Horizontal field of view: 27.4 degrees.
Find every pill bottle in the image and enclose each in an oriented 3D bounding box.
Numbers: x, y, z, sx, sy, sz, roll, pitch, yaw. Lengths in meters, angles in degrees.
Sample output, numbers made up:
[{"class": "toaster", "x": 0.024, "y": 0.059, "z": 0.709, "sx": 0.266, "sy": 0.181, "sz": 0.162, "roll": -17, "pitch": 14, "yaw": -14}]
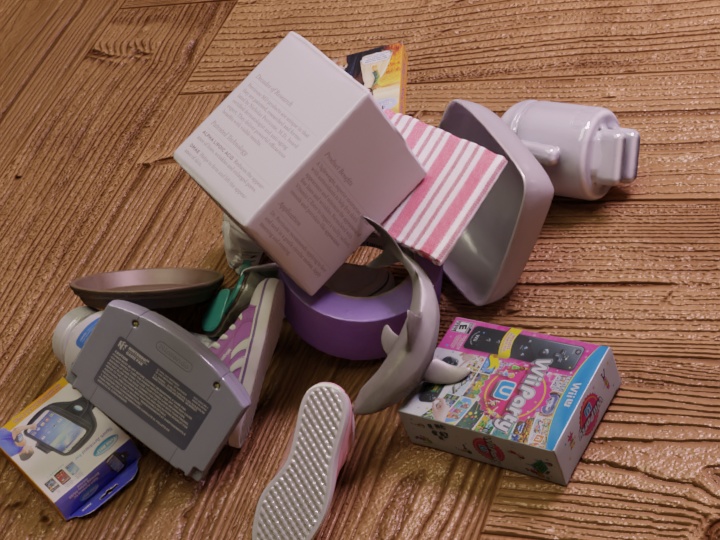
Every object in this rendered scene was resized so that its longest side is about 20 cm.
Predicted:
[{"class": "pill bottle", "x": -0.294, "y": 0.115, "z": 1.818, "sx": 0.112, "sy": 0.113, "sz": 0.199, "roll": -42, "pitch": 43, "yaw": -21}]

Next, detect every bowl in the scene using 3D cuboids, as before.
[{"class": "bowl", "x": 0.152, "y": -0.083, "z": 1.764, "sx": 0.074, "sy": 0.201, "sz": 0.201, "roll": -5, "pitch": 41, "yaw": -31}]

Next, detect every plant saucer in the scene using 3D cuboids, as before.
[{"class": "plant saucer", "x": -0.273, "y": 0.023, "z": 1.899, "sx": 0.197, "sy": 0.030, "sz": 0.200, "roll": -1, "pitch": 7, "yaw": 0}]

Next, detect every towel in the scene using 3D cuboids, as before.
[{"class": "towel", "x": 0.061, "y": -0.098, "z": 1.706, "sx": 0.199, "sy": 0.030, "sz": 0.147, "roll": 27, "pitch": 78, "yaw": 38}]

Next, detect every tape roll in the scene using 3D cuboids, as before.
[{"class": "tape roll", "x": 0.000, "y": 0.000, "z": 1.765, "sx": 0.197, "sy": 0.085, "sz": 0.202, "roll": 0, "pitch": 55, "yaw": 0}]

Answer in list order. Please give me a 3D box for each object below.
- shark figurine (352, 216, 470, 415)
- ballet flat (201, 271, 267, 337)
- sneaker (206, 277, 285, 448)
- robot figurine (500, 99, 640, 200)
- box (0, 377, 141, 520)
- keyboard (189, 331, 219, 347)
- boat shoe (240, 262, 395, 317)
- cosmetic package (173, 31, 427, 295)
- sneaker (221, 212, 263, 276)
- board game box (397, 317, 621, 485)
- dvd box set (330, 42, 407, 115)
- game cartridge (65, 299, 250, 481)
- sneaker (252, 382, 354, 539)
[{"class": "shark figurine", "x": 0.052, "y": 0.045, "z": 1.610, "sx": 0.126, "sy": 0.090, "sz": 0.217, "roll": -4, "pitch": 66, "yaw": 16}, {"class": "ballet flat", "x": -0.146, "y": 0.052, "z": 1.822, "sx": 0.068, "sy": 0.063, "sz": 0.200, "roll": -70, "pitch": 13, "yaw": -19}, {"class": "sneaker", "x": -0.161, "y": 0.093, "z": 1.711, "sx": 0.113, "sy": 0.073, "sz": 0.203, "roll": 20, "pitch": 93, "yaw": 11}, {"class": "robot figurine", "x": 0.247, "y": -0.151, "z": 1.839, "sx": 0.198, "sy": 0.115, "sz": 0.169, "roll": 11, "pitch": 10, "yaw": 34}, {"class": "box", "x": -0.353, "y": 0.218, "z": 1.791, "sx": 0.119, "sy": 0.042, "sz": 0.199, "roll": -40, "pitch": 40, "yaw": -19}, {"class": "keyboard", "x": -0.246, "y": 0.098, "z": 1.892, "sx": 0.198, "sy": 0.011, "sz": 0.056, "roll": 11, "pitch": 51, "yaw": 35}, {"class": "boat shoe", "x": -0.058, "y": 0.018, "z": 1.842, "sx": 0.197, "sy": 0.067, "sz": 0.074, "roll": -10, "pitch": 42, "yaw": 16}, {"class": "cosmetic package", "x": -0.067, "y": -0.120, "z": 1.666, "sx": 0.200, "sy": 0.165, "sz": 0.165, "roll": -46, "pitch": 50, "yaw": -4}, {"class": "sneaker", "x": -0.141, "y": -0.032, "z": 1.891, "sx": 0.074, "sy": 0.090, "sz": 0.200, "roll": 10, "pitch": 3, "yaw": -12}, {"class": "board game box", "x": 0.162, "y": 0.137, "z": 1.605, "sx": 0.198, "sy": 0.065, "sz": 0.148, "roll": 11, "pitch": 52, "yaw": 35}, {"class": "dvd box set", "x": -0.012, "y": -0.213, "z": 1.914, "sx": 0.144, "sy": 0.030, "sz": 0.201, "roll": -11, "pitch": 41, "yaw": 15}, {"class": "game cartridge", "x": -0.227, "y": 0.130, "z": 1.683, "sx": 0.199, "sy": 0.042, "sz": 0.134, "roll": 36, "pitch": 102, "yaw": 7}, {"class": "sneaker", "x": -0.055, "y": 0.225, "z": 1.620, "sx": 0.074, "sy": 0.105, "sz": 0.203, "roll": 18, "pitch": 82, "yaw": 9}]
